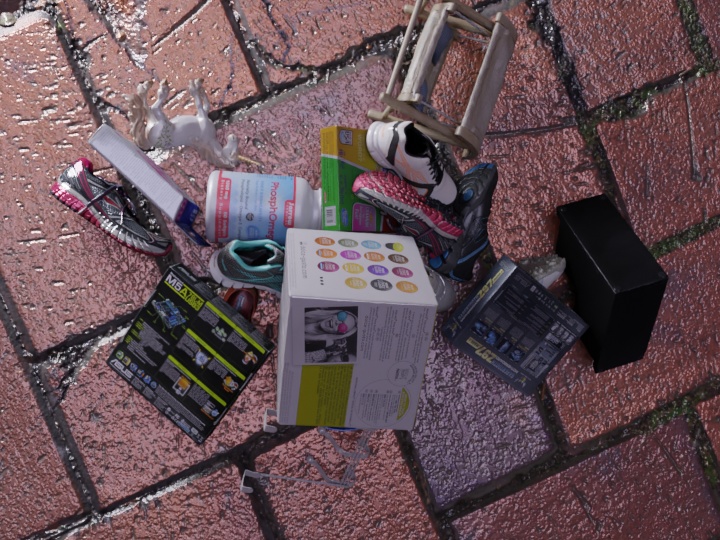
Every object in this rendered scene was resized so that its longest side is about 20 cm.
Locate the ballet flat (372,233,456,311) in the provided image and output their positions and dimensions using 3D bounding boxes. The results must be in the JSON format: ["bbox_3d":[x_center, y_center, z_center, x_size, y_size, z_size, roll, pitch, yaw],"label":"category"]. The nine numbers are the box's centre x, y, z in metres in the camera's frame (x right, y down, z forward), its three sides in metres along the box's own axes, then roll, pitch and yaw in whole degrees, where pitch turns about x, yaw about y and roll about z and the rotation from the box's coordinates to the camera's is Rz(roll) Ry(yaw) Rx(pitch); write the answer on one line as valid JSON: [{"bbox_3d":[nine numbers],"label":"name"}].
[{"bbox_3d":[0.080,0.008,1.190,0.198,0.069,0.070,34,86,-15],"label":"ballet flat"}]

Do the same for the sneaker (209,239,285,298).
[{"bbox_3d":[-0.125,-0.006,1.124,0.195,0.091,0.080,4,69,-21],"label":"sneaker"}]

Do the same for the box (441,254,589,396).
[{"bbox_3d":[0.248,0.092,1.182,0.198,0.051,0.159,33,101,-28],"label":"box"}]

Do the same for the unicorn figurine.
[{"bbox_3d":[-0.263,-0.225,1.150,0.195,0.074,0.141,-8,100,-18],"label":"unicorn figurine"}]

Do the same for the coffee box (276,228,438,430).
[{"bbox_3d":[-0.014,0.078,1.038,0.193,0.201,0.204,4,117,-8],"label":"coffee box"}]

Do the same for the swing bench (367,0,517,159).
[{"bbox_3d":[0.140,-0.313,1.179,0.196,0.130,0.203,20,87,-8],"label":"swing bench"}]

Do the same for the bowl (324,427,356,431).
[{"bbox_3d":[-0.025,0.154,1.194,0.195,0.039,0.206,-1,96,-8],"label":"bowl"}]

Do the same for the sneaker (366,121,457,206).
[{"bbox_3d":[0.095,-0.158,1.141,0.199,0.079,0.075,35,64,-39],"label":"sneaker"}]

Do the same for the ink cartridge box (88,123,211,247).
[{"bbox_3d":[-0.289,-0.118,1.085,0.199,0.196,0.043,43,87,-6],"label":"ink cartridge box"}]

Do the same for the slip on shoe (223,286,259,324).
[{"bbox_3d":[-0.209,0.112,1.165,0.073,0.061,0.204,19,89,-9],"label":"slip on shoe"}]

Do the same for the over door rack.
[{"bbox_3d":[-0.078,0.266,1.141,0.196,0.067,0.150,6,124,-25],"label":"over door rack"}]

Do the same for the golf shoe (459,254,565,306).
[{"bbox_3d":[0.261,0.049,1.237,0.197,0.078,0.098,-30,112,-2],"label":"golf shoe"}]

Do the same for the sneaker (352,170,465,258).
[{"bbox_3d":[0.069,-0.081,1.120,0.197,0.081,0.075,28,116,-27],"label":"sneaker"}]

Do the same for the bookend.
[{"bbox_3d":[0.396,0.022,1.222,0.090,0.201,0.203,-14,136,-7],"label":"bookend"}]

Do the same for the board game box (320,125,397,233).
[{"bbox_3d":[0.026,-0.136,1.156,0.197,0.040,0.157,-3,91,-43],"label":"board game box"}]

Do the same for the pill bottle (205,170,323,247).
[{"bbox_3d":[-0.138,-0.093,1.150,0.195,0.109,0.112,3,90,-8],"label":"pill bottle"}]

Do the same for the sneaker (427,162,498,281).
[{"bbox_3d":[0.181,-0.080,1.226,0.081,0.073,0.203,30,84,-33],"label":"sneaker"}]

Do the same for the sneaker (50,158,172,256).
[{"bbox_3d":[-0.370,-0.090,1.126,0.198,0.081,0.075,36,82,-6],"label":"sneaker"}]

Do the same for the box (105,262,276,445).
[{"bbox_3d":[-0.259,0.127,1.127,0.199,0.048,0.195,38,101,3],"label":"box"}]
